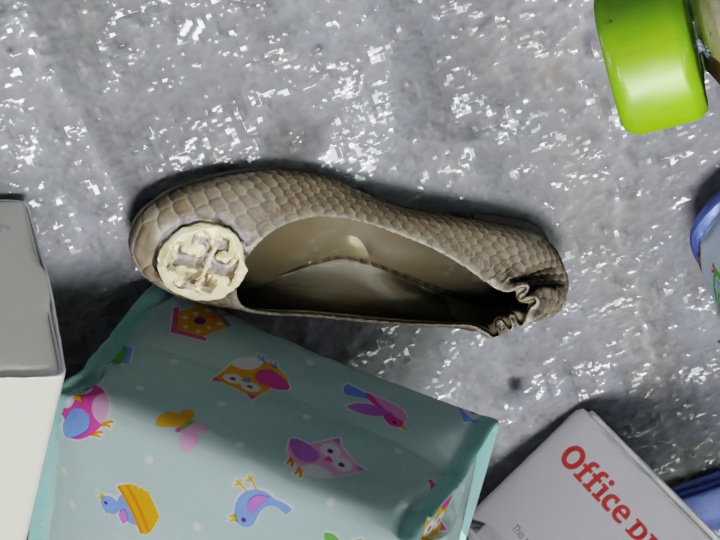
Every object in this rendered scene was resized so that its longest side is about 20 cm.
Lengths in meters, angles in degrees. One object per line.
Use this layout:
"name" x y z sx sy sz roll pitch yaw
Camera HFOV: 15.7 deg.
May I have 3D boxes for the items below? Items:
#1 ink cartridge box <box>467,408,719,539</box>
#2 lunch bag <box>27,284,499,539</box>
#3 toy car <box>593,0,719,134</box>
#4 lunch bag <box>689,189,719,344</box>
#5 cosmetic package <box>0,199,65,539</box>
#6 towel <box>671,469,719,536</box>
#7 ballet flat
"ink cartridge box" 0.087 0.186 1.205 0.200 0.146 0.084 -43 135 1
"lunch bag" -0.052 0.133 1.099 0.170 0.122 0.200 23 124 12
"toy car" 0.183 -0.082 0.997 0.164 0.158 0.200 -13 141 10
"lunch bag" 0.248 -0.009 1.154 0.200 0.076 0.160 -31 139 11
"cosmetic package" -0.184 0.076 1.061 0.087 0.103 0.200 1 132 -19
"towel" 0.200 0.193 1.267 0.145 0.200 0.024 -19 166 0
"ballet flat" 0.000 0.000 1.091 0.200 0.046 0.067 8 130 -27
